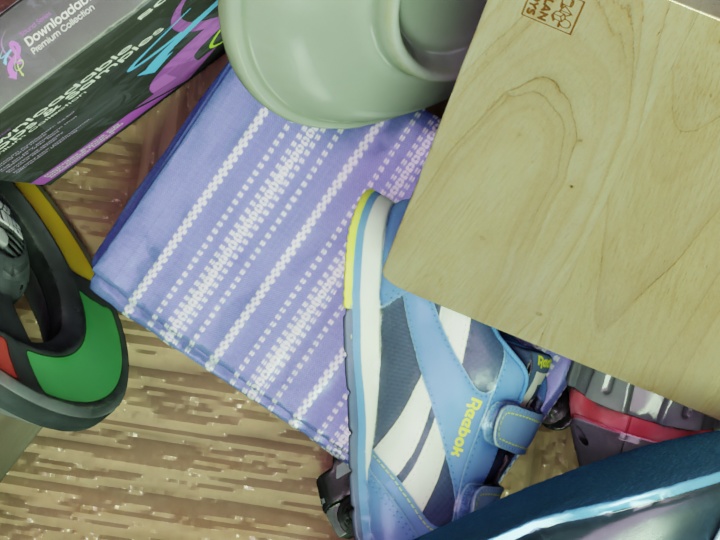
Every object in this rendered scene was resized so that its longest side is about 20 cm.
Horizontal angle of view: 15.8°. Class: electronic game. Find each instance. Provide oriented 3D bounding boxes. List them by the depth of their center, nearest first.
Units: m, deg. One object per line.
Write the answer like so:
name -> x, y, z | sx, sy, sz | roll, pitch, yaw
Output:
electronic game -> -0.167, -0.018, 1.058 | 0.042, 0.200, 0.200 | -38, 84, 14

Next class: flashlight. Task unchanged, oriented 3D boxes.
flashlight -> 0.097, 0.120, 1.062 | 0.068, 0.068, 0.200 | 10, 101, -28

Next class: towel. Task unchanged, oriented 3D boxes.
towel -> 0.000, 0.000, 1.092 | 0.200, 0.024, 0.145 | 35, 93, 6

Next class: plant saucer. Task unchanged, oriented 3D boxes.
plant saucer -> 0.038, -0.130, 1.001 | 0.200, 0.200, 0.050 | -50, 58, 5

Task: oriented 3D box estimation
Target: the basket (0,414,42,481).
basket -> -0.240, 0.090, 1.100 | 0.200, 0.136, 0.180 | -46, 126, -1

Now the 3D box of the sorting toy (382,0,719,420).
sorting toy -> 0.130, -0.040, 0.943 | 0.198, 0.200, 0.070 | 22, 52, 1

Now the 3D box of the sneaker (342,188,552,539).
sneaker -> 0.037, 0.066, 1.039 | 0.082, 0.074, 0.201 | -2, 89, 4

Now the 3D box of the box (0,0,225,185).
box -> -0.105, -0.089, 1.049 | 0.143, 0.200, 0.036 | -36, 85, 7

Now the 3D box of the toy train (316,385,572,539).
toy train -> 0.068, 0.051, 1.108 | 0.200, 0.034, 0.046 | -31, 74, 8

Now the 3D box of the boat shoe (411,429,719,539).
boat shoe -> 0.078, 0.118, 0.987 | 0.200, 0.084, 0.069 | -20, 98, 6
